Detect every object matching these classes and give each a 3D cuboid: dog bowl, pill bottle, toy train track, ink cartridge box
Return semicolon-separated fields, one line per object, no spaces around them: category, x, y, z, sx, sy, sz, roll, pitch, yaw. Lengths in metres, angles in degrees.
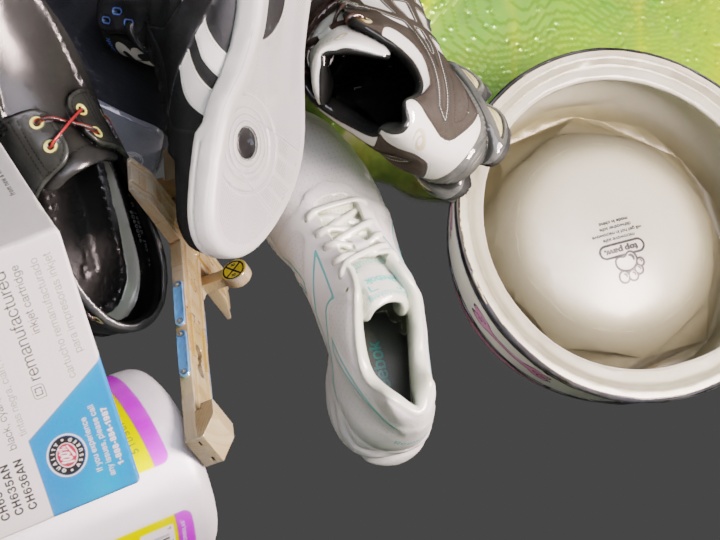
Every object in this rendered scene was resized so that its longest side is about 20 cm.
dog bowl;0.137;-0.017;1.507;0.200;0.074;0.200;5;72;-15
pill bottle;-0.179;0.130;1.358;0.200;0.104;0.104;-22;80;-20
toy train track;-0.077;0.011;1.401;0.033;0.115;0.200;-20;47;14
ink cartridge box;-0.231;0.047;1.265;0.200;0.145;0.147;-22;122;-12

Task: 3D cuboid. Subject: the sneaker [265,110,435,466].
sneaker;0.000;0.000;1.462;0.070;0.080;0.200;-17;77;-18

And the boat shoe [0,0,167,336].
boat shoe;-0.152;-0.061;1.407;0.074;0.063;0.202;-27;105;-34

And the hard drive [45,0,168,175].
hard drive;-0.165;-0.154;1.483;0.200;0.042;0.135;32;68;-4

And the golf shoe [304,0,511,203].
golf shoe;-0.002;-0.123;1.457;0.078;0.094;0.200;-52;55;11

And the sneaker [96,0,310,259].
sneaker;-0.088;-0.097;1.413;0.073;0.112;0.200;34;59;-50
